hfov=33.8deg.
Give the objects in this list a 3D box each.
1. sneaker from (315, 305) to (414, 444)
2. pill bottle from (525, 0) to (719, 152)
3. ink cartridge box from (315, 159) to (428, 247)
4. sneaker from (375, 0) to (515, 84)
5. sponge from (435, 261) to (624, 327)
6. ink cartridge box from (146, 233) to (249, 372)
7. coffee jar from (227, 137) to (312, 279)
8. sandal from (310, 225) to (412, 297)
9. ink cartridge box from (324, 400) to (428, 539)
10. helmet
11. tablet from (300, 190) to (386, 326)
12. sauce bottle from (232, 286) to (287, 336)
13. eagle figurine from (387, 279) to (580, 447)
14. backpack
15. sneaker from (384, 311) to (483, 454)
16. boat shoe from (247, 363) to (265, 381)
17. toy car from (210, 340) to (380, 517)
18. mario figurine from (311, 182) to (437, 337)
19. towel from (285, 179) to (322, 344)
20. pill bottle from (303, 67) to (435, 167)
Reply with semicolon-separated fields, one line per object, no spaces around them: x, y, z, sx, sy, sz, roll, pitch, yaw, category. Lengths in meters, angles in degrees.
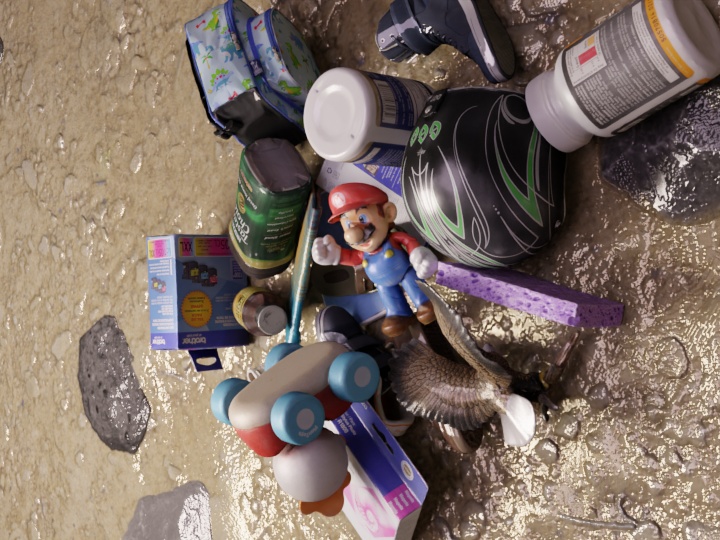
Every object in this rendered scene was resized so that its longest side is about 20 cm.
0.013;0.129;1.572;0.079;0.078;0.201;-32;81;43;sneaker
0.285;-0.217;1.291;0.200;0.116;0.117;-30;71;38;pill bottle
0.036;-0.109;1.561;0.200;0.039;0.100;37;115;28;ink cartridge box
0.102;-0.281;1.472;0.146;0.077;0.203;-36;58;25;sneaker
0.196;0.026;1.380;0.199;0.111;0.030;18;101;40;sponge
-0.239;0.048;1.757;0.076;0.136;0.201;-2;90;47;ink cartridge box
-0.130;-0.082;1.649;0.105;0.085;0.200;58;151;30;coffee jar
0.000;0.001;1.563;0.201;0.057;0.080;-23;95;44;sandal
0.004;0.265;1.550;0.197;0.043;0.200;52;152;29;ink cartridge box
0.143;-0.100;1.379;0.199;0.200;0.192;-5;75;42;helmet
-0.018;-0.021;1.639;0.130;0.014;0.201;-29;71;39;tablet
-0.138;0.058;1.651;0.200;0.066;0.066;-173;83;-78;sauce bottle
0.135;0.115;1.400;0.199;0.151;0.152;18;81;-3;eagle figurine
-0.141;-0.277;1.640;0.147;0.183;0.201;-29;68;14;backpack
0.092;0.152;1.506;0.075;0.070;0.201;-39;56;31;sneaker
-0.114;0.203;1.649;0.200;0.069;0.071;-115;24;-44;boat shoe
-0.058;0.210;1.484;0.184;0.177;0.201;3;121;54;toy car
0.017;-0.013;1.451;0.201;0.123;0.106;61;172;-9;mario figurine
-0.076;-0.010;1.609;0.147;0.022;0.201;-100;20;-69;towel
0.035;-0.184;1.461;0.111;0.199;0.112;0;90;42;pill bottle
